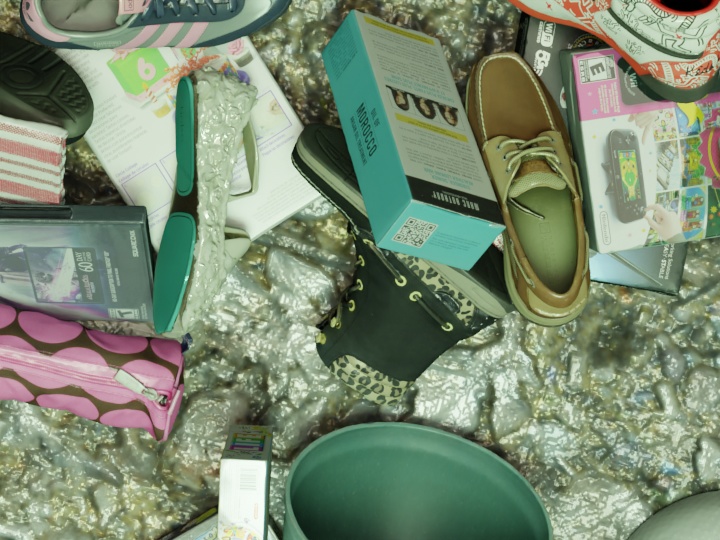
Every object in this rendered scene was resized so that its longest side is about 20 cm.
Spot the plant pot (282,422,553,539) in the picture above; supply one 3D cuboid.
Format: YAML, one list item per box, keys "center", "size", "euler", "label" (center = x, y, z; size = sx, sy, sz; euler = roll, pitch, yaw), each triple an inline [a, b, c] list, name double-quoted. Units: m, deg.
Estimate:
- center: [0.031, 0.228, 1.383]
  size: [0.200, 0.201, 0.135]
  euler: [11, 122, -2]
  label: "plant pot"

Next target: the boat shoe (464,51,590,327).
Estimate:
- center: [0.126, -0.062, 1.318]
  size: [0.075, 0.074, 0.201]
  euler: [-14, 79, -4]
  label: "boat shoe"

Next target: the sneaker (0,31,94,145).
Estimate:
- center: [-0.277, -0.115, 1.361]
  size: [0.199, 0.076, 0.115]
  euler: [23, 125, 23]
  label: "sneaker"

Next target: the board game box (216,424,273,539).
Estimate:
- center: [-0.087, 0.224, 1.359]
  size: [0.034, 0.134, 0.201]
  euler: [3, 95, -1]
  label: "board game box"

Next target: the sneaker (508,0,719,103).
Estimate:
- center: [0.166, -0.205, 1.266]
  size: [0.201, 0.108, 0.067]
  euler: [38, 70, 21]
  label: "sneaker"

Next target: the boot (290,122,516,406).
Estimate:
- center: [0.000, 0.001, 1.372]
  size: [0.203, 0.074, 0.154]
  euler: [38, 124, -10]
  label: "boot"

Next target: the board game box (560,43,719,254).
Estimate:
- center: [0.255, -0.101, 1.340]
  size: [0.199, 0.064, 0.148]
  euler: [-9, 97, -2]
  label: "board game box"

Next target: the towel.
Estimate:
- center: [-0.283, -0.067, 1.343]
  size: [0.146, 0.200, 0.030]
  euler: [13, 60, -2]
  label: "towel"

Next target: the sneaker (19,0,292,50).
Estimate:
- center: [-0.143, -0.190, 1.318]
  size: [0.199, 0.082, 0.070]
  euler: [-10, 94, -4]
  label: "sneaker"

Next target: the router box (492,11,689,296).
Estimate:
- center: [0.181, -0.090, 1.401]
  size: [0.149, 0.062, 0.201]
  euler: [9, 96, -3]
  label: "router box"

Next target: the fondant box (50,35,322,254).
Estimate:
- center: [-0.128, -0.111, 1.397]
  size: [0.144, 0.058, 0.200]
  euler: [-32, 97, 2]
  label: "fondant box"

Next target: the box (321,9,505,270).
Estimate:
- center: [0.035, -0.096, 1.328]
  size: [0.082, 0.200, 0.049]
  euler: [15, 132, -30]
  label: "box"

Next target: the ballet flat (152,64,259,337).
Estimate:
- center: [-0.106, -0.047, 1.345]
  size: [0.071, 0.072, 0.201]
  euler: [7, 96, -2]
  label: "ballet flat"

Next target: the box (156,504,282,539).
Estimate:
- center: [-0.143, 0.266, 1.448]
  size: [0.200, 0.035, 0.110]
  euler: [-31, 95, 2]
  label: "box"

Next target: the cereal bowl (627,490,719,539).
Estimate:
- center: [0.289, 0.275, 1.433]
  size: [0.199, 0.083, 0.201]
  euler: [0, 95, -1]
  label: "cereal bowl"

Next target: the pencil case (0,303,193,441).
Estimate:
- center: [-0.230, 0.071, 1.384]
  size: [0.199, 0.094, 0.091]
  euler: [11, 103, -9]
  label: "pencil case"

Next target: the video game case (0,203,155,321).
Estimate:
- center: [-0.253, -0.005, 1.374]
  size: [0.199, 0.143, 0.019]
  euler: [0, 59, -1]
  label: "video game case"
